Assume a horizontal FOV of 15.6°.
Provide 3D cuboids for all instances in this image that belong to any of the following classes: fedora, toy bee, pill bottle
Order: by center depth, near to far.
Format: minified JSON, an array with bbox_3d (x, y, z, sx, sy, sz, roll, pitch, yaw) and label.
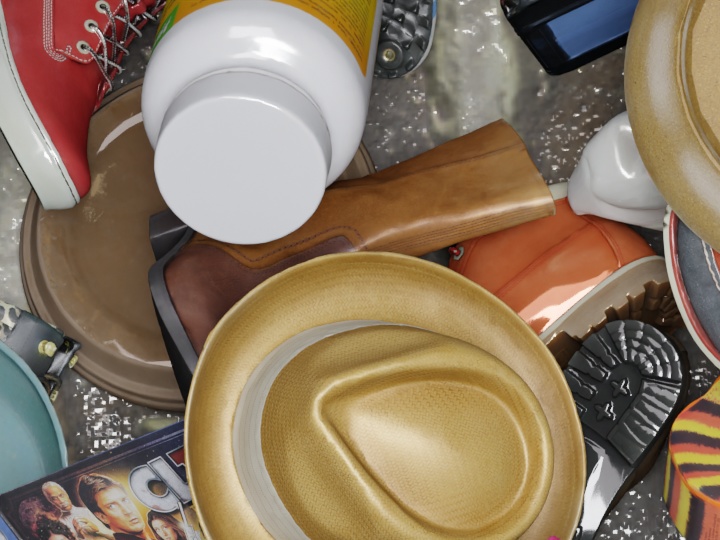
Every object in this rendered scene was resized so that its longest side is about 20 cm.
[{"bbox_3d":[0.022,0.081,1.186,0.200,0.082,0.201,3,81,-20],"label":"fedora"},{"bbox_3d":[0.204,0.064,1.281,0.109,0.200,0.131,34,118,35],"label":"toy bee"},{"bbox_3d":[-0.049,-0.101,1.305,0.111,0.111,0.200,-3,33,7],"label":"pill bottle"}]

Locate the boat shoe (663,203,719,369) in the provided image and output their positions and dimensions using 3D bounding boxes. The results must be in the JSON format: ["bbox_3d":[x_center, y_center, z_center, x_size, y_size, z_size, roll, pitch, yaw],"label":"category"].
[{"bbox_3d":[0.206,0.043,1.180,0.071,0.063,0.200,-30,93,-23],"label":"boat shoe"}]

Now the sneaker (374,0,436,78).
[{"bbox_3d":[-0.003,-0.199,1.433,0.072,0.072,0.201,-22,81,17],"label":"sneaker"}]

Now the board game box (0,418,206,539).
[{"bbox_3d":[-0.070,0.137,1.221,0.136,0.200,0.035,48,126,17],"label":"board game box"}]

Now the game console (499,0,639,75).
[{"bbox_3d":[0.177,-0.108,1.299,0.172,0.200,0.119,-25,81,8],"label":"game console"}]

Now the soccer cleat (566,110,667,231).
[{"bbox_3d":[0.198,-0.051,1.327,0.199,0.078,0.070,2,70,-24],"label":"soccer cleat"}]

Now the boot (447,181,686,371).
[{"bbox_3d":[0.060,0.036,1.333,0.200,0.075,0.107,-34,55,-5],"label":"boot"}]

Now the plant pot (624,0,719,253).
[{"bbox_3d":[0.218,-0.089,1.166,0.199,0.027,0.201,0,75,1],"label":"plant pot"}]

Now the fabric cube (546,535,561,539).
[{"bbox_3d":[0.121,0.264,1.150,0.199,0.196,0.200,28,74,12],"label":"fabric cube"}]

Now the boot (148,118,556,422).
[{"bbox_3d":[0.000,0.000,1.287,0.199,0.188,0.069,-14,110,2],"label":"boot"}]

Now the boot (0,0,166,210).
[{"bbox_3d":[-0.133,-0.125,1.399,0.144,0.073,0.200,-18,48,-1],"label":"boot"}]

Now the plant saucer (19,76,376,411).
[{"bbox_3d":[-0.087,-0.024,1.393,0.199,0.029,0.201,-3,68,7],"label":"plant saucer"}]

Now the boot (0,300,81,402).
[{"bbox_3d":[-0.175,0.102,1.328,0.203,0.073,0.154,23,79,20],"label":"boot"}]

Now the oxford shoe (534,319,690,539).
[{"bbox_3d":[0.096,0.113,1.292,0.073,0.084,0.200,45,101,16],"label":"oxford shoe"}]

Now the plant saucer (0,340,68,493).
[{"bbox_3d":[-0.224,0.122,1.277,0.199,0.036,0.201,-7,70,19],"label":"plant saucer"}]
